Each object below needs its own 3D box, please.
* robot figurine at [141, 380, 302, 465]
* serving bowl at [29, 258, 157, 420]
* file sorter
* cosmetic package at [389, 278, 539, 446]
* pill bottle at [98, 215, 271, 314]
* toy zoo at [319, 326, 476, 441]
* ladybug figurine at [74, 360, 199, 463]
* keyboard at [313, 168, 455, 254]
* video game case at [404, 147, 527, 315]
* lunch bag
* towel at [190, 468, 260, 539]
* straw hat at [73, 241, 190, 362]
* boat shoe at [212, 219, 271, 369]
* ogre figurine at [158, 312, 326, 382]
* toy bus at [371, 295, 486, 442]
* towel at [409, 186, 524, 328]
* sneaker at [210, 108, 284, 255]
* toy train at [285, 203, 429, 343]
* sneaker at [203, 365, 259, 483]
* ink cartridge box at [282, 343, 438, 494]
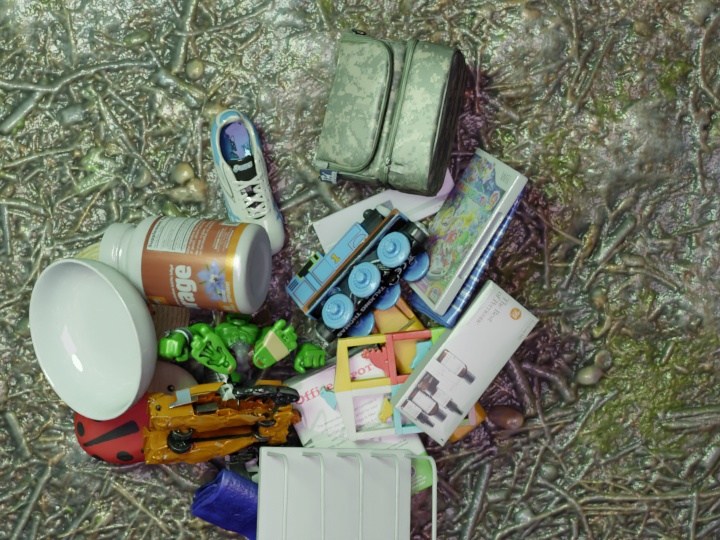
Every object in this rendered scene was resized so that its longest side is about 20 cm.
[{"bbox_3d":[-0.170,0.187,1.365,0.198,0.059,0.146,-5,137,-22],"label":"robot figurine"},{"bbox_3d":[-0.317,0.078,1.338,0.198,0.066,0.202,11,109,34],"label":"serving bowl"},{"bbox_3d":[-0.017,0.289,1.328,0.198,0.124,0.140,4,82,-16],"label":"file sorter"},{"bbox_3d":[0.131,0.115,1.374,0.082,0.051,0.201,37,89,-8],"label":"cosmetic package"},{"bbox_3d":[-0.219,-0.009,1.359,0.198,0.112,0.114,5,95,14],"label":"pill bottle"},{"bbox_3d":[0.045,0.146,1.403,0.198,0.020,0.133,-6,93,-5],"label":"toy zoo"},{"bbox_3d":[-0.300,0.194,1.431,0.199,0.072,0.137,-26,103,21],"label":"ladybug figurine"},{"bbox_3d":[0.036,-0.079,1.473,0.198,0.011,0.057,-24,90,0],"label":"keyboard"},{"bbox_3d":[0.129,-0.053,1.404,0.018,0.143,0.201,28,99,-23],"label":"video game case"},{"bbox_3d":[0.036,-0.199,1.403,0.166,0.139,0.202,13,94,13],"label":"lunch bag"},{"bbox_3d":[-0.119,0.332,1.430,0.199,0.148,0.050,27,61,-12],"label":"towel"},{"bbox_3d":[-0.321,0.062,1.434,0.199,0.085,0.204,0,95,-1],"label":"straw hat"},{"bbox_3d":[-0.168,0.032,1.457,0.072,0.063,0.203,-18,102,-11],"label":"boat shoe"},{"bbox_3d":[-0.155,0.094,1.375,0.198,0.120,0.099,-16,99,-13],"label":"ogre figurine"},{"bbox_3d":[0.084,0.127,1.456,0.065,0.078,0.201,-36,95,1],"label":"toy bus"},{"bbox_3d":[0.135,-0.028,1.413,0.024,0.145,0.201,27,93,-18],"label":"towel"},{"bbox_3d":[-0.150,-0.113,1.432,0.071,0.072,0.202,-18,97,-2],"label":"sneaker"},{"bbox_3d":[0.000,0.000,1.419,0.200,0.087,0.114,-48,56,7],"label":"toy train"},{"bbox_3d":[-0.191,0.209,1.461,0.090,0.066,0.202,-18,98,-3],"label":"sneaker"},{"bbox_3d":[-0.003,0.214,1.458,0.144,0.084,0.202,-25,96,0],"label":"ink cartridge box"}]
